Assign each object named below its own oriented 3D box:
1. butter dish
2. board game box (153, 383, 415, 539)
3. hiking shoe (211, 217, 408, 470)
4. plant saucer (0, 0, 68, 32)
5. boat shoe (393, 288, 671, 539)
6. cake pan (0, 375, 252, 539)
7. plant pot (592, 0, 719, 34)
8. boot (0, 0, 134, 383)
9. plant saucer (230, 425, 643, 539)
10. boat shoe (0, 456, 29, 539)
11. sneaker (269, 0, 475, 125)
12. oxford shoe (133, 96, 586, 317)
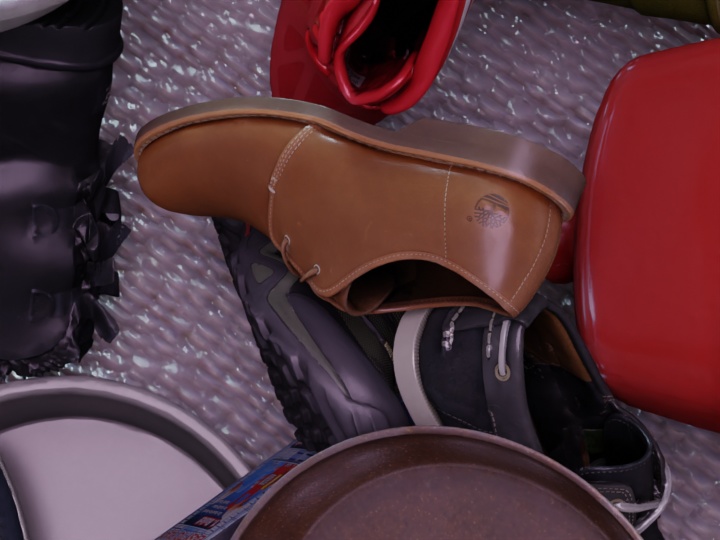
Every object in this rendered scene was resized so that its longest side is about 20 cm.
[{"bbox_3d":[0.141,-0.012,1.219,0.147,0.199,0.201,4,84,26],"label":"butter dish"},{"bbox_3d":[0.007,0.140,1.218,0.199,0.062,0.201,-20,95,-18],"label":"board game box"},{"bbox_3d":[0.000,0.000,1.208,0.100,0.076,0.200,-21,38,-2],"label":"hiking shoe"},{"bbox_3d":[-0.185,-0.135,1.175,0.199,0.200,0.050,10,126,3],"label":"plant saucer"},{"bbox_3d":[0.088,0.089,1.163,0.067,0.072,0.200,-13,121,36],"label":"boat shoe"},{"bbox_3d":[-0.125,0.146,1.259,0.199,0.037,0.201,0,83,1],"label":"cake pan"},{"bbox_3d":[0.067,-0.204,1.235,0.192,0.200,0.201,5,83,14],"label":"plant pot"},{"bbox_3d":[-0.188,-0.048,1.243,0.198,0.073,0.163,10,116,5],"label":"boot"},{"bbox_3d":[0.036,0.155,1.128,0.200,0.034,0.201,3,99,22],"label":"plant saucer"},{"bbox_3d":[-0.177,0.160,1.208,0.075,0.062,0.201,7,82,4],"label":"boat shoe"},{"bbox_3d":[-0.004,-0.093,1.172,0.078,0.200,0.116,34,50,0],"label":"sneaker"},{"bbox_3d":[-0.014,-0.021,1.137,0.200,0.071,0.071,9,72,37],"label":"oxford shoe"}]
